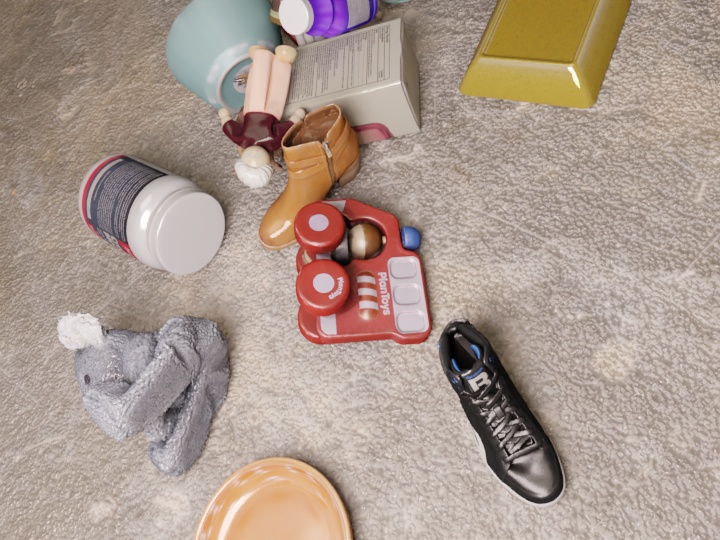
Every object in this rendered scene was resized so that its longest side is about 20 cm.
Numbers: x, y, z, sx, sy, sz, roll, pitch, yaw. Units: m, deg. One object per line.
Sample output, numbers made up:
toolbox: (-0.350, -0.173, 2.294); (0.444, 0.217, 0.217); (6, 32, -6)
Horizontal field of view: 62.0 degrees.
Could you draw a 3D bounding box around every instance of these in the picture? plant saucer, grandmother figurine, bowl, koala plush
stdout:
plant saucer: (-0.097, 0.315, 0.668); (0.197, 0.038, 0.203); (-10, 60, 17)
plant saucer: (0.257, -0.334, 0.851); (0.197, 0.049, 0.203); (16, 72, 29)
grandmother figurine: (-0.138, -0.208, 0.819); (0.119, 0.061, 0.204); (-1, 74, 15)
bowl: (-0.200, -0.334, 0.966); (0.199, 0.201, 0.106); (-34, 68, 3)
koala plush: (-0.289, 0.131, 0.776); (0.197, 0.178, 0.186); (11, 57, 27)

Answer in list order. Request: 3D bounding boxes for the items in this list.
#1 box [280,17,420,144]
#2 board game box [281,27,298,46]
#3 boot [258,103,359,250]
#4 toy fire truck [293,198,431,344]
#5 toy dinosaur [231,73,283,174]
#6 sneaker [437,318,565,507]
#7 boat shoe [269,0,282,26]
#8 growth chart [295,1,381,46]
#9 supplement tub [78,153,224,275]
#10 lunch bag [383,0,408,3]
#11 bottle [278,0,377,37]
box: (-0.017, -0.267, 0.894); (0.196, 0.109, 0.130); (-8, 61, 19)
board game box: (-0.086, -0.448, 1.072); (0.102, 0.019, 0.201); (-37, 56, -1)
boot: (-0.084, -0.127, 0.815); (0.073, 0.155, 0.200); (40, 83, 16)
toy fire truck: (0.000, 0.000, 0.763); (0.164, 0.113, 0.203); (-2, 61, -6)
toy dinosaur: (-0.155, -0.229, 0.901); (0.084, 0.137, 0.201); (3, 35, -3)
sneaker: (0.134, 0.142, 0.615); (0.072, 0.112, 0.202); (-32, 56, 5)
boat shoe: (-0.062, -0.436, 0.965); (0.073, 0.066, 0.199); (33, 43, 23)
growth chart: (-0.040, -0.415, 0.940); (0.018, 0.146, 0.200); (23, 54, 37)
supplement tub: (-0.316, -0.086, 0.906); (0.198, 0.141, 0.142); (24, 75, 31)
lunch bag: (0.110, -0.543, 1.003); (0.196, 0.077, 0.163); (-9, 62, 17)
bottle: (-0.043, -0.376, 0.849); (0.064, 0.085, 0.200); (1, 30, 30)
